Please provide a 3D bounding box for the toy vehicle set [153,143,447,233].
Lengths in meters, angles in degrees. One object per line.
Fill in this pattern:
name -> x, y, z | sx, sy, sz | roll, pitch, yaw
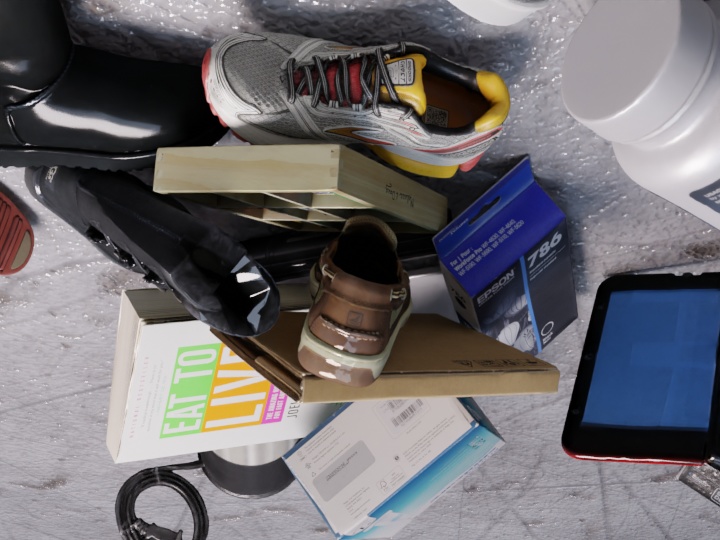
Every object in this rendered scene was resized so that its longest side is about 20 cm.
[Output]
toy vehicle set -> -0.030, -0.050, 0.698 | 0.122, 0.027, 0.199 | 2, 176, 23

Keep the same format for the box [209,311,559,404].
box -> 0.013, 0.056, 0.735 | 0.197, 0.022, 0.163 | 2, -169, -29

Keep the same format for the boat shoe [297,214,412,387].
boat shoe -> 0.006, 0.002, 0.685 | 0.073, 0.203, 0.076 | 15, 109, -4

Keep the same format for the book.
book -> -0.095, 0.078, 0.829 | 0.197, 0.048, 0.136 | -4, 122, -32

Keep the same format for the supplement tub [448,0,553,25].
supplement tub -> 0.106, -0.206, 0.429 | 0.143, 0.147, 0.199 | 26, 141, -34

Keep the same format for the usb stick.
usb stick -> -0.025, -0.018, 0.824 | 0.196, 0.056, 0.033 | -10, 109, 18

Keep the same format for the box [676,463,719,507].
box -> 0.336, 0.086, 0.837 | 0.060, 0.116, 0.202 | 32, 127, 17

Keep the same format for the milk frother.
milk frother -> -0.137, 0.160, 0.974 | 0.177, 0.203, 0.189 | 7, 148, 0

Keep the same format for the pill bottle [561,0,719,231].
pill bottle -> 0.221, -0.090, 0.629 | 0.198, 0.122, 0.119 | 23, 143, -30

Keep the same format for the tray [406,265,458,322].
tray -> 0.068, 0.049, 0.952 | 0.105, 0.023, 0.201 | -7, 147, 16

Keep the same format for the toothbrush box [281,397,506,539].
toothbrush box -> 0.037, 0.155, 0.910 | 0.146, 0.086, 0.200 | -40, 160, 4

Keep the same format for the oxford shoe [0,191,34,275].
oxford shoe -> -0.339, -0.054, 0.791 | 0.074, 0.072, 0.199 | 9, 162, 46

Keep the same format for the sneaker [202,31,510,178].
sneaker -> 0.001, -0.113, 0.642 | 0.196, 0.079, 0.082 | 5, 164, -20

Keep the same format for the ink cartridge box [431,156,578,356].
ink cartridge box -> 0.118, 0.010, 0.822 | 0.099, 0.039, 0.201 | -40, 146, -9

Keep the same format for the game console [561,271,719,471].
game console -> 0.242, 0.034, 0.764 | 0.117, 0.201, 0.174 | 21, 136, 5

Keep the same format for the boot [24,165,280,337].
boot -> -0.119, -0.013, 0.717 | 0.198, 0.067, 0.164 | 24, 176, 40

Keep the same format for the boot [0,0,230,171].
boot -> -0.183, -0.139, 0.630 | 0.194, 0.074, 0.164 | -3, 142, 5
